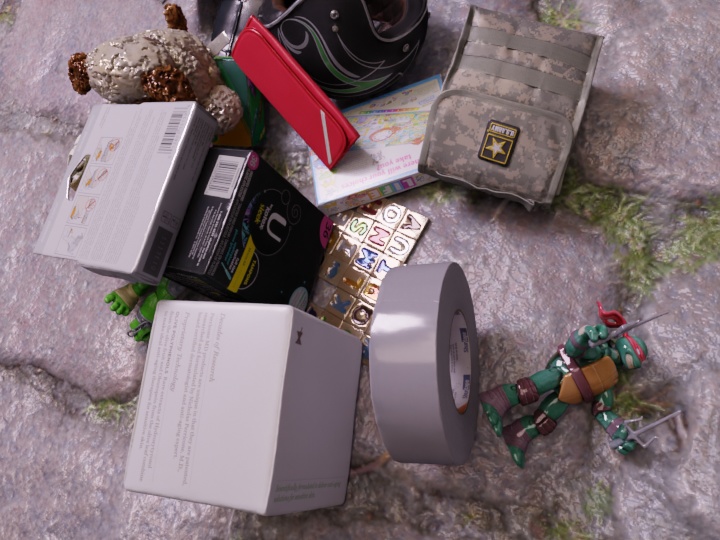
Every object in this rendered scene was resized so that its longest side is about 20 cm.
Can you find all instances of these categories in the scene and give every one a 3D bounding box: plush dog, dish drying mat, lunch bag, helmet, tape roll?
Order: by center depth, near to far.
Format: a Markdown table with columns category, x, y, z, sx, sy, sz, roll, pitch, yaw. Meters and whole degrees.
| category | x | y | z | sx | sy | sz | roll | pitch | yaw |
| --- | --- | --- | --- | --- | --- | --- | --- | --- | --- |
| tape roll | 0.072 | 0.093 | 0.660 | 0.066 | 0.200 | 0.202 | -4 | 70 | 21 |
| lunch bag | 0.170 | -0.181 | 0.749 | 0.163 | 0.118 | 0.202 | 17 | 77 | 9 |
| plush dog | -0.263 | -0.250 | 0.812 | 0.198 | 0.172 | 0.162 | 8 | 112 | 13 |
| dish drying mat | -0.087 | -0.223 | 0.822 | 0.200 | 0.077 | 0.018 | 48 | 50 | -1 |
| helmet | -0.015 | -0.323 | 0.851 | 0.199 | 0.190 | 0.201 | -30 | 44 | 33 |

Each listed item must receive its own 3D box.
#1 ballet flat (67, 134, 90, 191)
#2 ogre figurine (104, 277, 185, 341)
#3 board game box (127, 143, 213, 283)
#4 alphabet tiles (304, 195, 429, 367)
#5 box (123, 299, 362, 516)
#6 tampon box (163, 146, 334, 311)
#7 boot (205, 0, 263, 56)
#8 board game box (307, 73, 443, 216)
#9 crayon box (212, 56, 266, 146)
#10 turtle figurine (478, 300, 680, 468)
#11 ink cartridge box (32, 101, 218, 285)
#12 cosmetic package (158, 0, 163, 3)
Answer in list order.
| category | x | y | z | sx | sy | sz | roll | pitch | yaw |
| --- | --- | --- | --- | --- | --- | --- | --- | --- | --- |
| ballet flat | -0.397 | -0.168 | 0.960 | 0.200 | 0.070 | 0.071 | -32 | 54 | 52 |
| ogre figurine | -0.298 | -0.017 | 0.911 | 0.119 | 0.098 | 0.201 | -30 | 45 | 29 |
| board game box | -0.297 | -0.091 | 0.850 | 0.199 | 0.041 | 0.201 | 12 | 72 | 51 |
| alphabet tiles | 0.000 | 0.000 | 0.831 | 0.166 | 0.008 | 0.201 | 27 | 84 | 28 |
| box | -0.116 | 0.150 | 0.714 | 0.170 | 0.199 | 0.202 | 0 | 74 | 22 |
| tampon box | -0.147 | -0.038 | 0.789 | 0.125 | 0.200 | 0.151 | 11 | 76 | 30 |
| boot | -0.222 | -0.353 | 1.004 | 0.198 | 0.076 | 0.170 | 8 | 78 | 17 |
| board game box | 0.029 | -0.166 | 0.858 | 0.198 | 0.034 | 0.136 | -16 | 65 | 14 |
| crayon box | -0.241 | -0.248 | 0.936 | 0.198 | 0.058 | 0.120 | 5 | 113 | 13 |
| turtle figurine | 0.227 | 0.117 | 0.652 | 0.199 | 0.101 | 0.150 | -30 | 104 | 11 |
| ink cartridge box | -0.266 | -0.093 | 0.729 | 0.172 | 0.044 | 0.202 | 8 | 74 | 32 |
| cosmetic package | -0.316 | -0.576 | 1.138 | 0.200 | 0.051 | 0.083 | -46 | 63 | 1 |
